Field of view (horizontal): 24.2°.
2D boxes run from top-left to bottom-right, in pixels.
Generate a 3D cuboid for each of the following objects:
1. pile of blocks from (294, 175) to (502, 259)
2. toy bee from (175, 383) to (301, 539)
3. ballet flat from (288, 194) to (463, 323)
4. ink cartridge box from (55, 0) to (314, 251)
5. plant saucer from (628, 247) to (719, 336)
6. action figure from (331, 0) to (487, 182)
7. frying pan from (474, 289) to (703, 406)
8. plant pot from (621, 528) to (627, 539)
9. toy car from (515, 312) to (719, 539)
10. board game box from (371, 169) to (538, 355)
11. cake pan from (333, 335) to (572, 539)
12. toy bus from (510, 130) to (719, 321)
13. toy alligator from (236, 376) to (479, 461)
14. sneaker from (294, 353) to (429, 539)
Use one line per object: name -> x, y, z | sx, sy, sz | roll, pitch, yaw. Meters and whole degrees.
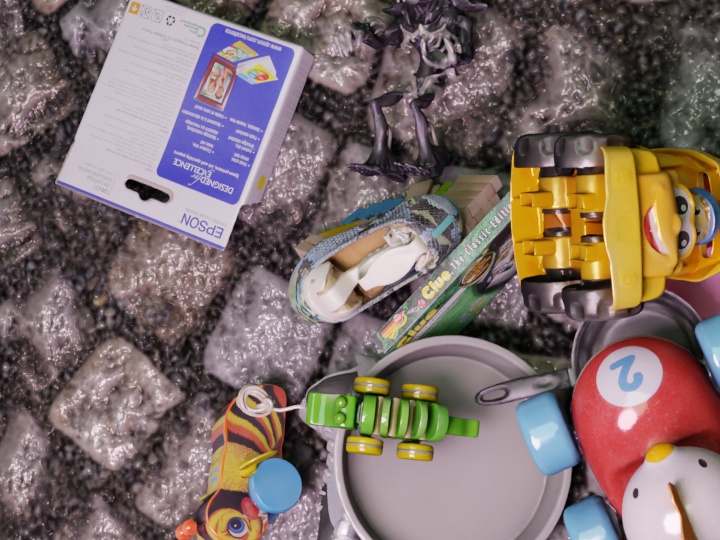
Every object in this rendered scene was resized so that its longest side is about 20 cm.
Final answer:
pile of blocks -> 0.042, -0.026, 1.465 | 0.198, 0.082, 0.063 | -15, 118, 29
toy bee -> -0.105, 0.194, 1.437 | 0.132, 0.108, 0.201 | 117, 145, -41
ballet flat -> 0.000, 0.000, 1.403 | 0.199, 0.074, 0.075 | -36, 68, 37
ink cartridge box -> -0.164, -0.140, 1.568 | 0.196, 0.047, 0.202 | 21, 90, 22
plant saucer -> 0.316, 0.031, 1.342 | 0.198, 0.051, 0.203 | -4, 78, 22
action figure -> 0.044, -0.183, 1.462 | 0.118, 0.102, 0.203 | 4, 83, 34
frying pan -> 0.195, 0.093, 1.337 | 0.190, 0.031, 0.116 | -39, 71, 17
plant pot -> 0.212, 0.302, 1.313 | 0.199, 0.093, 0.203 | -4, 78, 21
toy car -> 0.225, 0.149, 1.208 | 0.183, 0.200, 0.178 | -25, 100, 8
board game box -> 0.100, -0.001, 1.404 | 0.200, 0.105, 0.023 | -46, 69, 7
cake pan -> 0.074, 0.156, 1.381 | 0.198, 0.037, 0.203 | 1, 82, -7
toy bus -> 0.221, -0.038, 1.259 | 0.190, 0.200, 0.138 | -3, 94, -13
toy alligator -> 0.001, 0.114, 1.330 | 0.197, 0.054, 0.060 | 8, 81, -6
sneaker -> -0.017, 0.165, 1.446 | 0.115, 0.075, 0.202 | 21, 79, 28
